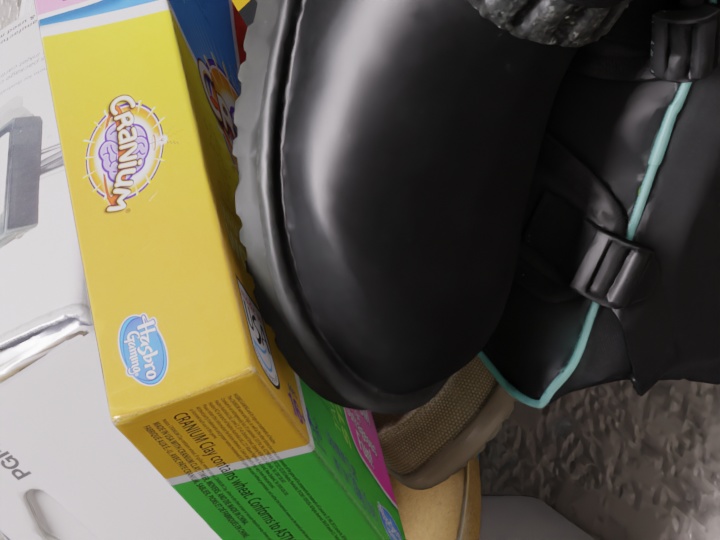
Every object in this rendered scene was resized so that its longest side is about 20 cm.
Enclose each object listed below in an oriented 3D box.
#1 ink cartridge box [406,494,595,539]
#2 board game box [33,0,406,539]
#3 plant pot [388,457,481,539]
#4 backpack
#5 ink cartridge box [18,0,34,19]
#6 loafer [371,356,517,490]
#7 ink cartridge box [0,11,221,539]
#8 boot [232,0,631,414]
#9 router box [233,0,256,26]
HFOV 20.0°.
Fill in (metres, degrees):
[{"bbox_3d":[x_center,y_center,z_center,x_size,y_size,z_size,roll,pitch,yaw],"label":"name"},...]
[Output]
[{"bbox_3d":[0.051,0.199,0.748,0.146,0.084,0.202,-149,61,-60],"label":"ink cartridge box"},{"bbox_3d":[-0.045,-0.013,0.618,0.153,0.040,0.201,58,-167,-57],"label":"board game box"},{"bbox_3d":[-0.022,0.122,0.737,0.200,0.027,0.201,-40,32,31],"label":"plant pot"},{"bbox_3d":[0.065,-0.076,0.640,0.200,0.153,0.177,36,123,39],"label":"backpack"},{"bbox_3d":[-0.108,-0.057,0.958,0.200,0.067,0.117,-123,41,-49],"label":"ink cartridge box"},{"bbox_3d":[0.000,0.000,0.723,0.076,0.067,0.200,-48,31,15],"label":"loafer"},{"bbox_3d":[-0.086,0.012,0.743,0.084,0.146,0.201,-27,37,19],"label":"ink cartridge box"},{"bbox_3d":[0.046,-0.063,0.490,0.157,0.079,0.213,7,97,49],"label":"boot"},{"bbox_3d":[-0.046,-0.155,0.966,0.200,0.051,0.151,-22,71,60],"label":"router box"}]
